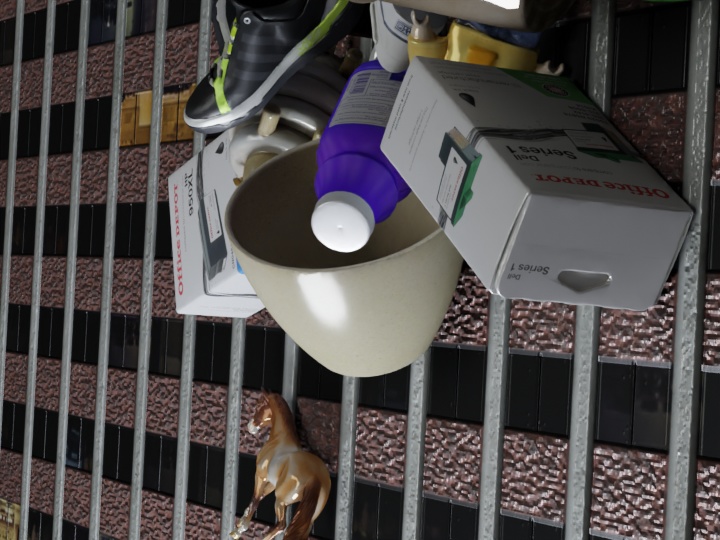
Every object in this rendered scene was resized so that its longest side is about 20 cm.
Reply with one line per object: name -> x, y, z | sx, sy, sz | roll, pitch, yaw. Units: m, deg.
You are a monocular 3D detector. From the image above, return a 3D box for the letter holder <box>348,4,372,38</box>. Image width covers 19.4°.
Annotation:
letter holder -> -0.062, -0.290, 1.878 | 0.200, 0.141, 0.101 | 45, 126, 54

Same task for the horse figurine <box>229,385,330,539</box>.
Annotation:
horse figurine -> -0.072, 0.201, 1.930 | 0.133, 0.050, 0.200 | -64, 23, 6

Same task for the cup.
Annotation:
cup -> 0.000, 0.000, 1.711 | 0.200, 0.199, 0.144 | -131, 25, -53

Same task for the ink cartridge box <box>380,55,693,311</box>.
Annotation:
ink cartridge box -> 0.123, -0.064, 1.499 | 0.200, 0.145, 0.085 | 54, 132, 49

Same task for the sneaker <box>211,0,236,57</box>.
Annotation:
sneaker -> -0.090, -0.212, 2.027 | 0.082, 0.072, 0.201 | -22, 48, 16

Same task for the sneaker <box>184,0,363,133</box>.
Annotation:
sneaker -> -0.087, -0.200, 1.756 | 0.200, 0.083, 0.072 | -39, 32, 20

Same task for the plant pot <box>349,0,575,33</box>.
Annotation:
plant pot -> 0.076, -0.256, 1.470 | 0.173, 0.200, 0.201 | 30, 118, 22

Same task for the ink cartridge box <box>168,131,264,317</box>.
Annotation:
ink cartridge box -> -0.106, -0.049, 1.999 | 0.200, 0.083, 0.146 | -30, 60, 58

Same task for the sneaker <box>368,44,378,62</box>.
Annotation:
sneaker -> 0.026, -0.125, 1.796 | 0.082, 0.076, 0.201 | -82, 11, -62

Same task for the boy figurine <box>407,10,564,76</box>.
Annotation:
boy figurine -> 0.088, -0.155, 1.603 | 0.064, 0.123, 0.201 | -74, 9, -73

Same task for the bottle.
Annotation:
bottle -> 0.009, -0.091, 1.651 | 0.201, 0.083, 0.066 | -69, -17, -51

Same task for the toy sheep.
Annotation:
toy sheep -> -0.053, -0.136, 1.860 | 0.138, 0.137, 0.201 | -37, 23, 55

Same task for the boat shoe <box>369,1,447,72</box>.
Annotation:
boat shoe -> 0.035, -0.244, 1.721 | 0.201, 0.073, 0.066 | -79, 16, -45
